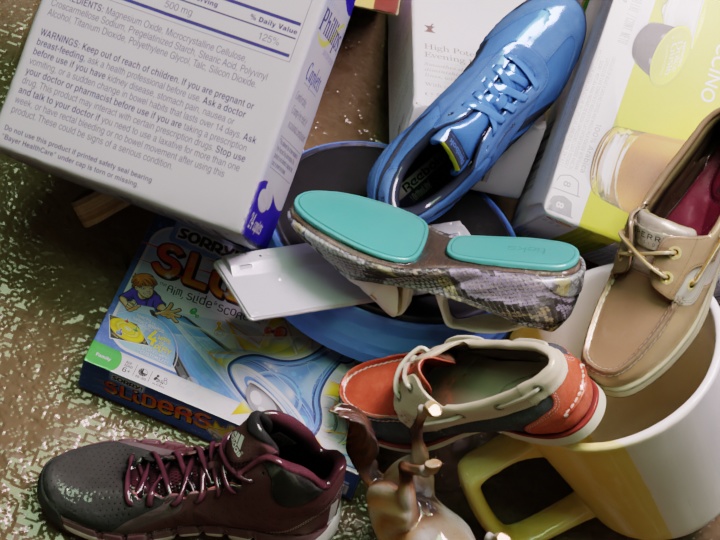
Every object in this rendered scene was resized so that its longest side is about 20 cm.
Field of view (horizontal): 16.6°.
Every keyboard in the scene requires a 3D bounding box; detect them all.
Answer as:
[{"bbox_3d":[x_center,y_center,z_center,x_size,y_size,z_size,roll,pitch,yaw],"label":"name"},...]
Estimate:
[{"bbox_3d":[0.000,0.000,1.645,0.199,0.011,0.056,-9,53,-32],"label":"keyboard"}]

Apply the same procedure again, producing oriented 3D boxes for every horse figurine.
[{"bbox_3d":[0.051,0.164,1.555,0.050,0.133,0.200,-33,77,-33],"label":"horse figurine"}]

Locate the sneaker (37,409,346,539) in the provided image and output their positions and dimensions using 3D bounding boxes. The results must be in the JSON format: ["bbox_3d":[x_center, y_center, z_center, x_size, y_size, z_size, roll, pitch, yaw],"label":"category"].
[{"bbox_3d":[-0.101,0.120,1.568,0.198,0.116,0.076,4,55,-12],"label":"sneaker"}]

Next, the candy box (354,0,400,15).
[{"bbox_3d":[0.008,-0.250,1.781,0.056,0.200,0.118,11,99,-5],"label":"candy box"}]

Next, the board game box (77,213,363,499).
[{"bbox_3d":[-0.073,0.056,1.668,0.199,0.035,0.136,22,53,1],"label":"board game box"}]

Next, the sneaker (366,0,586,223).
[{"bbox_3d":[0.084,-0.104,1.660,0.066,0.078,0.200,43,90,-9],"label":"sneaker"}]

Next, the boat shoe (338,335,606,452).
[{"bbox_3d":[0.060,0.073,1.564,0.199,0.063,0.072,0,61,41],"label":"boat shoe"}]

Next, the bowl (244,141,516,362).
[{"bbox_3d":[0.020,-0.015,1.708,0.199,0.040,0.201,12,40,-11],"label":"bowl"}]

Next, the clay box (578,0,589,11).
[{"bbox_3d":[0.129,-0.272,1.894,0.047,0.115,0.201,-21,64,-26],"label":"clay box"}]

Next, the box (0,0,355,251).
[{"bbox_3d":[-0.118,-0.139,1.627,0.183,0.105,0.201,20,88,10],"label":"box"}]

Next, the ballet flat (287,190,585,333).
[{"bbox_3d":[0.045,0.003,1.602,0.199,0.072,0.072,13,53,13],"label":"ballet flat"}]

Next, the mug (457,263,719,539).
[{"bbox_3d":[0.168,0.101,1.629,0.185,0.154,0.150,-8,49,22],"label":"mug"}]

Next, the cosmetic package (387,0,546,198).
[{"bbox_3d":[0.075,-0.148,1.794,0.101,0.074,0.201,11,42,-11],"label":"cosmetic package"}]

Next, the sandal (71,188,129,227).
[{"bbox_3d":[-0.101,-0.069,1.742,0.211,0.078,0.070,-33,100,-23],"label":"sandal"}]

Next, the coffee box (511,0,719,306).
[{"bbox_3d":[0.235,-0.092,1.702,0.196,0.200,0.201,20,86,-2],"label":"coffee box"}]

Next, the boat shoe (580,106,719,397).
[{"bbox_3d":[0.192,-0.017,1.549,0.074,0.066,0.201,22,75,37],"label":"boat shoe"}]
